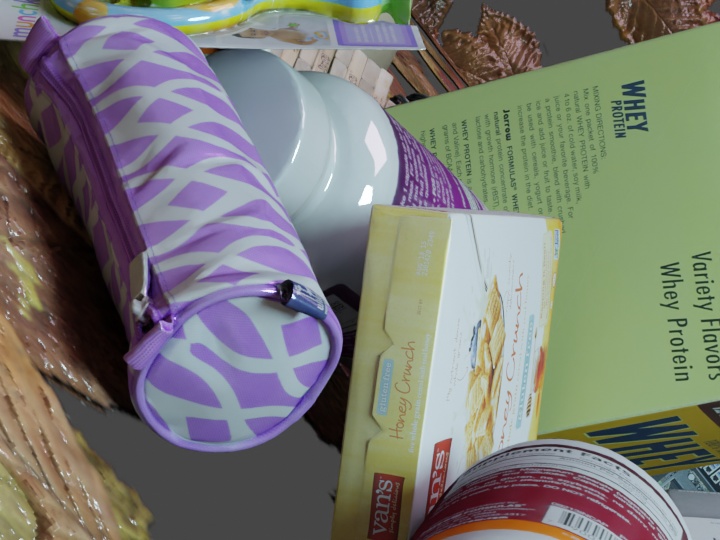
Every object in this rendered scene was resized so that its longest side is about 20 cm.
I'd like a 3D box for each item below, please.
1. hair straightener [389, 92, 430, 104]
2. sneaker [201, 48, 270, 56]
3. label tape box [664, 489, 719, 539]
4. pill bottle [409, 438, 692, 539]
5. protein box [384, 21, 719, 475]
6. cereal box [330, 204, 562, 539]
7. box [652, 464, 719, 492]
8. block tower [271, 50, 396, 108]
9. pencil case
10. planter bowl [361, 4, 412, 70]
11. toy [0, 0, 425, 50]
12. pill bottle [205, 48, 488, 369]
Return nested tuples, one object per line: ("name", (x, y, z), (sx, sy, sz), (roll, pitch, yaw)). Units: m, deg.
("hair straightener", (0.025, -0.108, 1.260), (0.200, 0.076, 0.041), (-171, -119, -83))
("sneaker", (-0.079, -0.158, 0.963), (0.078, 0.079, 0.201), (14, 58, -35))
("label tape box", (0.163, 0.195, 0.854), (0.200, 0.063, 0.145), (-59, 154, -79))
("pill bottle", (0.067, 0.127, 0.703), (0.113, 0.113, 0.200), (52, 15, 2))
("protein box", (0.131, 0.003, 1.025), (0.135, 0.199, 0.200), (33, 48, -60))
("cereal box", (0.043, 0.045, 0.839), (0.039, 0.145, 0.200), (8, 4, 18))
("box", (0.162, 0.091, 1.162), (0.200, 0.157, 0.051), (51, 10, 0))
("block tower", (-0.070, -0.129, 1.049), (0.200, 0.058, 0.054), (37, 47, -22))
("pencil case", (-0.074, -0.019, 0.730), (0.085, 0.084, 0.200), (16, 29, -33))
("planter bowl", (-0.041, -0.206, 1.194), (0.200, 0.135, 0.200), (38, -1, 1))
("toy", (-0.073, -0.134, 0.843), (0.198, 0.048, 0.115), (5, 24, -7))
("pill bottle", (-0.016, -0.027, 0.906), (0.113, 0.112, 0.200), (58, 11, 32))
